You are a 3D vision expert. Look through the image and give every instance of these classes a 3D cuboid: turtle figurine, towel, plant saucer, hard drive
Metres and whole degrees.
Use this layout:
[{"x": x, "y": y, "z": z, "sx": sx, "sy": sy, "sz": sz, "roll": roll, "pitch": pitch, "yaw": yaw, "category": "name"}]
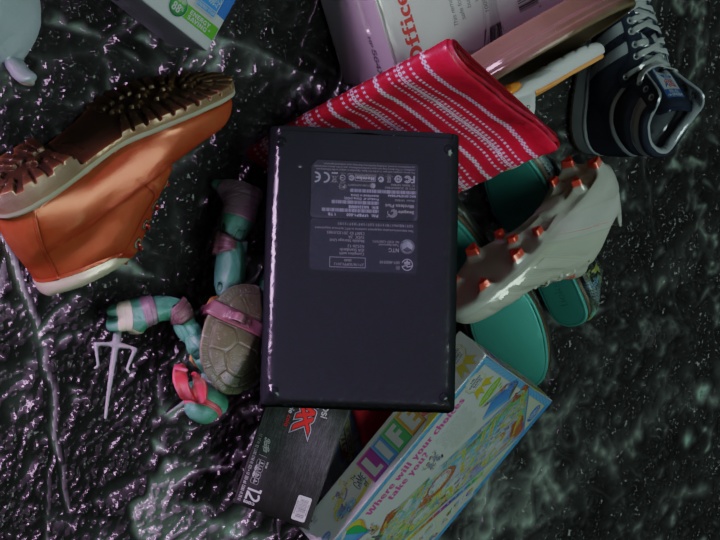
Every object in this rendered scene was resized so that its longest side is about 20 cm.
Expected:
[{"x": -0.103, "y": 0.042, "z": 1.394, "sx": 0.150, "sy": 0.100, "sz": 0.201, "roll": 43, "pitch": 65, "yaw": -47, "category": "turtle figurine"}, {"x": 0.033, "y": -0.092, "z": 1.416, "sx": 0.144, "sy": 0.199, "sz": 0.023, "roll": 36, "pitch": 41, "yaw": -38, "category": "towel"}, {"x": 0.122, "y": -0.166, "z": 1.468, "sx": 0.199, "sy": 0.200, "sz": 0.030, "roll": -30, "pitch": 89, "yaw": -29, "category": "plant saucer"}, {"x": 0.000, "y": 0.000, "z": 1.357, "sx": 0.138, "sy": 0.033, "sz": 0.202, "roll": 2, "pitch": 80, "yaw": -5, "category": "hard drive"}]

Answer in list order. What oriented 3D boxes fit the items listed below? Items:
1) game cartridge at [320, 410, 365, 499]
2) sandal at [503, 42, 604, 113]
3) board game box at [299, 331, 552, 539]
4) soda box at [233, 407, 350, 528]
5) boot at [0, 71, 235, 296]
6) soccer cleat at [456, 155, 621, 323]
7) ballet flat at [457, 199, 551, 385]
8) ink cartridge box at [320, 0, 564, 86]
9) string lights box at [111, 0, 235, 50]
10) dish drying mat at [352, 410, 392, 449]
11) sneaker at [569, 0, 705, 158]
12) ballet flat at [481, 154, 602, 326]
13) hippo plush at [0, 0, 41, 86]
[{"x": 0.008, "y": 0.101, "z": 1.533, "sx": 0.133, "sy": 0.041, "sz": 0.202, "roll": -26, "pitch": 116, "yaw": -35, "category": "game cartridge"}, {"x": 0.122, "y": -0.115, "z": 1.490, "sx": 0.206, "sy": 0.079, "sz": 0.060, "roll": -29, "pitch": 89, "yaw": -20, "category": "sandal"}, {"x": 0.055, "y": 0.154, "z": 1.512, "sx": 0.200, "sy": 0.034, "sz": 0.134, "roll": -50, "pitch": 146, "yaw": 3, "category": "board game box"}, {"x": -0.034, "y": 0.088, "z": 1.433, "sx": 0.063, "sy": 0.071, "sz": 0.201, "roll": 20, "pitch": 107, "yaw": 0, "category": "soda box"}, {"x": -0.166, "y": -0.064, "z": 1.336, "sx": 0.199, "sy": 0.075, "sz": 0.108, "roll": -32, "pitch": 123, "yaw": -18, "category": "boot"}, {"x": 0.145, "y": -0.012, "z": 1.504, "sx": 0.200, "sy": 0.069, "sz": 0.078, "roll": -43, "pitch": 121, "yaw": -28, "category": "soccer cleat"}, {"x": 0.102, "y": 0.007, "z": 1.558, "sx": 0.068, "sy": 0.069, "sz": 0.201, "roll": -25, "pitch": 119, "yaw": 11, "category": "ballet flat"}, {"x": 0.064, "y": -0.244, "z": 1.454, "sx": 0.199, "sy": 0.084, "sz": 0.147, "roll": -29, "pitch": 114, "yaw": -28, "category": "ink cartridge box"}, {"x": -0.109, "y": -0.269, "z": 1.330, "sx": 0.103, "sy": 0.059, "sz": 0.201, "roll": 35, "pitch": 79, "yaw": -37, "category": "string lights box"}, {"x": 0.017, "y": 0.066, "z": 1.498, "sx": 0.076, "sy": 0.018, "sz": 0.201, "roll": -27, "pitch": 118, "yaw": -27, "category": "dish drying mat"}, {"x": 0.234, "y": -0.191, "z": 1.588, "sx": 0.070, "sy": 0.108, "sz": 0.202, "roll": -9, "pitch": 107, "yaw": -37, "category": "sneaker"}, {"x": 0.155, "y": -0.047, "z": 1.601, "sx": 0.074, "sy": 0.074, "sz": 0.201, "roll": -38, "pitch": 124, "yaw": -24, "category": "ballet flat"}, {"x": -0.264, "y": -0.207, "z": 1.199, "sx": 0.199, "sy": 0.160, "sz": 0.161, "roll": -21, "pitch": 146, "yaw": -16, "category": "hippo plush"}]
